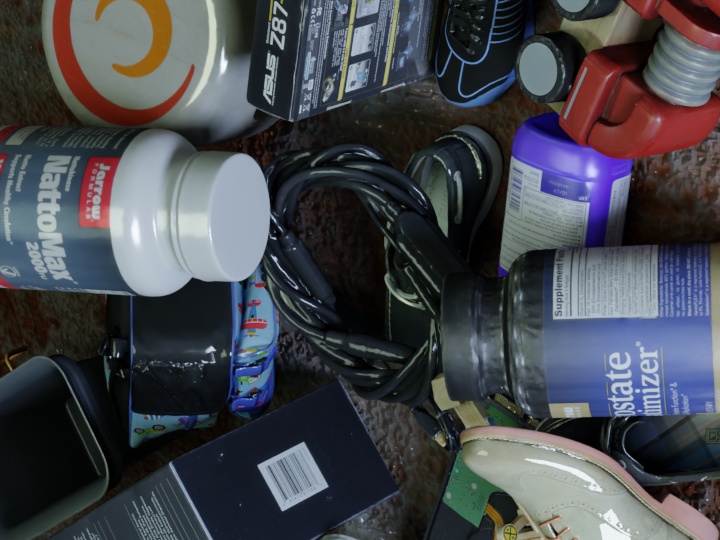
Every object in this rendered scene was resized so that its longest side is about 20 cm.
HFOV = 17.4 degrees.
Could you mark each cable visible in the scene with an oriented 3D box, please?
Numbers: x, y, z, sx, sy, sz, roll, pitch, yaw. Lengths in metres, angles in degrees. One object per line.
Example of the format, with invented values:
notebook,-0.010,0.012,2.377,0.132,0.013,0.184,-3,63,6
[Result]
cable,0.000,0.000,1.679,0.200,0.051,0.163,48,136,4

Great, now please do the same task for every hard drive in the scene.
hard drive,0.119,0.191,1.727,0.140,0.038,0.200,34,125,28

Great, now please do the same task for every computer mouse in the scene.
computer mouse,0.007,0.075,1.756,0.200,0.034,0.059,41,149,41

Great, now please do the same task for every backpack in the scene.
backpack,-0.133,0.042,1.816,0.200,0.134,0.183,100,171,-59

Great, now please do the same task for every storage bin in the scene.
storage bin,-0.240,0.127,1.958,0.200,0.134,0.146,-31,83,42

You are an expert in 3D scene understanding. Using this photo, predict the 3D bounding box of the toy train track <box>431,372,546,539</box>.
toy train track,0.106,0.160,1.646,0.115,0.033,0.200,-22,104,54

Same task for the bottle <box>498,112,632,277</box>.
bottle,0.137,-0.005,1.624,0.083,0.065,0.200,23,119,37

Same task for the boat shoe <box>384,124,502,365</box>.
boat shoe,0.045,-0.011,1.706,0.076,0.060,0.200,27,122,30

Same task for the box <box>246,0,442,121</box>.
box,-0.001,-0.215,1.608,0.049,0.161,0.200,25,121,34

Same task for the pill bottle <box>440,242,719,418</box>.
pill bottle,0.156,0.040,1.537,0.200,0.112,0.112,-3,105,10

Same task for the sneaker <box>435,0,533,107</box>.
sneaker,0.084,-0.193,1.597,0.070,0.078,0.200,38,126,26

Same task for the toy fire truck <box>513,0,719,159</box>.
toy fire truck,0.223,-0.137,1.482,0.200,0.129,0.176,46,131,33

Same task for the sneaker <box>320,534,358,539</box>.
sneaker,0.018,0.290,1.772,0.074,0.082,0.200,-18,124,45

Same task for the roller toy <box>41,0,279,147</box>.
roller toy,-0.128,-0.183,1.747,0.200,0.140,0.183,-20,86,34

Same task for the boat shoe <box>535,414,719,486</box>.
boat shoe,0.196,0.116,1.588,0.200,0.066,0.070,1,83,33

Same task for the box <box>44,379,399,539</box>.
box,-0.108,0.190,1.816,0.182,0.200,0.104,-34,83,42

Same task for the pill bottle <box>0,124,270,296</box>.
pill bottle,-0.172,-0.042,1.669,0.200,0.120,0.120,2,107,25

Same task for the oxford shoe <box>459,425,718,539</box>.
oxford shoe,0.148,0.165,1.565,0.200,0.074,0.071,27,157,-15
